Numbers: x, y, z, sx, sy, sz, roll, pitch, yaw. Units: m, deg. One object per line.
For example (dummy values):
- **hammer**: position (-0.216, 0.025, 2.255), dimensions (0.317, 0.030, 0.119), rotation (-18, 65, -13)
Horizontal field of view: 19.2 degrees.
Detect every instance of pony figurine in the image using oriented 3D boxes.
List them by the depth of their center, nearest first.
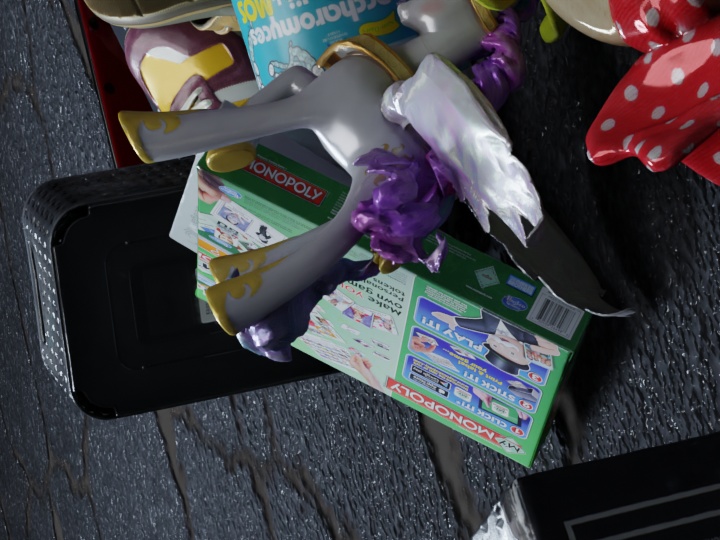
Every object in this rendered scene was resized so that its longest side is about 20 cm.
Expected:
- **pony figurine**: position (0.017, -0.047, 0.937), dimensions (0.194, 0.199, 0.167), rotation (62, -176, 27)

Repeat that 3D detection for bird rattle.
- **bird rattle**: position (0.102, -0.133, 0.817), dimensions (0.200, 0.112, 0.164), rotation (51, 131, 51)

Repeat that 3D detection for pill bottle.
- **pill bottle**: position (-0.005, -0.126, 1.098), dimensions (0.111, 0.110, 0.202), rotation (5, 115, 71)

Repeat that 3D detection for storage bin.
- **storage bin**: position (-0.102, 0.003, 1.342), dimensions (0.094, 0.198, 0.136), rotation (-149, 50, -68)

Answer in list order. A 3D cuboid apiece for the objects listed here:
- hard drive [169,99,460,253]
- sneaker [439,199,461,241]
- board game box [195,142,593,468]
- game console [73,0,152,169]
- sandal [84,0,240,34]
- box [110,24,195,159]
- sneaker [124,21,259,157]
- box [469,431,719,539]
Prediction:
- **hard drive**: position (0.000, 0.000, 1.097), dimensions (0.026, 0.199, 0.132), rotation (-59, -1, -27)
- **sneaker**: position (-0.003, -0.072, 1.196), dimensions (0.076, 0.079, 0.201), rotation (108, 145, -56)
- **board game box**: position (0.010, 0.016, 1.051), dimensions (0.199, 0.029, 0.135), rotation (27, 153, 9)
- **game console**: position (-0.154, -0.130, 1.560), dimensions (0.172, 0.118, 0.202), rotation (131, 127, -67)
- **sandal**: position (-0.069, -0.168, 1.207), dimensions (0.054, 0.198, 0.081), rotation (57, -146, -54)
- **box**: position (-0.094, -0.207, 1.357), dimensions (0.183, 0.103, 0.201), rotation (-120, 26, -48)
- **sneaker**: position (-0.070, -0.076, 1.239), dimensions (0.199, 0.090, 0.075), rotation (36, 132, 9)
- **box**: position (0.148, 0.157, 0.663), dimensions (0.123, 0.198, 0.200), rotation (115, 141, -60)
